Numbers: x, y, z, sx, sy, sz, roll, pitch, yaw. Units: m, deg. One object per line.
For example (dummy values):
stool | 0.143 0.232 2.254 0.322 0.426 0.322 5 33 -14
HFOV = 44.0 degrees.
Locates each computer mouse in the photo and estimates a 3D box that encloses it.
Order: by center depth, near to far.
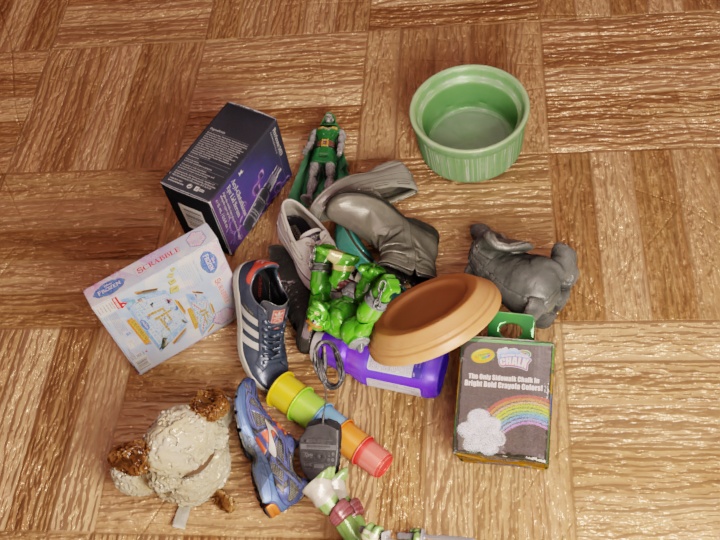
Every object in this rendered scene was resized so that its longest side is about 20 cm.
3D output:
computer mouse | -0.050 0.196 1.226 0.058 0.034 0.200 3 83 10

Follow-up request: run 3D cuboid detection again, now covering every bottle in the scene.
bottle | 0.026 0.130 1.307 0.200 0.065 0.084 9 51 15

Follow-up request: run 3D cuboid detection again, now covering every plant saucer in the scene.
plant saucer | 0.096 0.060 1.234 0.200 0.038 0.200 -25 19 9

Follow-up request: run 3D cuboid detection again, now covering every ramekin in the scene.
ramekin | 0.186 -0.245 1.513 0.200 0.098 0.200 -4 56 7

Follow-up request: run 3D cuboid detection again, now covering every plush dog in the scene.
plush dog | -0.239 0.246 1.206 0.200 0.172 0.160 -37 59 -17

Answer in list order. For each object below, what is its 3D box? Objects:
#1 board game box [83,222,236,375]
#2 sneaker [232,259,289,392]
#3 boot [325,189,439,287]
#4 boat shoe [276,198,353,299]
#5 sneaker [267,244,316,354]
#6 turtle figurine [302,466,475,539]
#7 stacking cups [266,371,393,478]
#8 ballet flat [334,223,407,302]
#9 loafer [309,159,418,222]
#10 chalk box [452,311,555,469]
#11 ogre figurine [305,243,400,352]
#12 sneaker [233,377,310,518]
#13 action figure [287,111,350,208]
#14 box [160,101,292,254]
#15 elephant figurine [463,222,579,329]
board game box | -0.282 0.047 1.332 0.199 0.200 0.041 -30 57 -12
sneaker | -0.135 0.080 1.309 0.075 0.084 0.200 -12 89 -41
boot | 0.036 -0.044 1.364 0.200 0.068 0.131 22 37 -10
boat shoe | -0.071 -0.037 1.382 0.072 0.066 0.200 -18 49 -18
sneaker | -0.111 0.044 1.392 0.104 0.060 0.200 2 51 7
turtle figurine | 0.031 0.322 1.124 0.144 0.200 0.194 -15 57 -49
stacking cups | -0.042 0.218 1.261 0.200 0.061 0.061 30 66 25
ballet flat | 0.000 0.000 1.402 0.070 0.067 0.200 -42 56 1
loafer | 0.008 -0.122 1.459 0.200 0.070 0.070 -26 65 -27
chalk box | 0.197 0.157 1.196 0.125 0.124 0.200 4 74 13
ogre figurine | -0.020 0.039 1.256 0.200 0.098 0.120 21 99 35
sneaker | -0.128 0.243 1.254 0.078 0.075 0.200 -16 71 -15
action figure | -0.063 -0.196 1.548 0.118 0.055 0.200 2 56 5
box | -0.218 -0.155 1.487 0.104 0.148 0.200 23 63 22
elephant figurine | 0.211 -0.003 1.331 0.200 0.155 0.142 29 77 23
